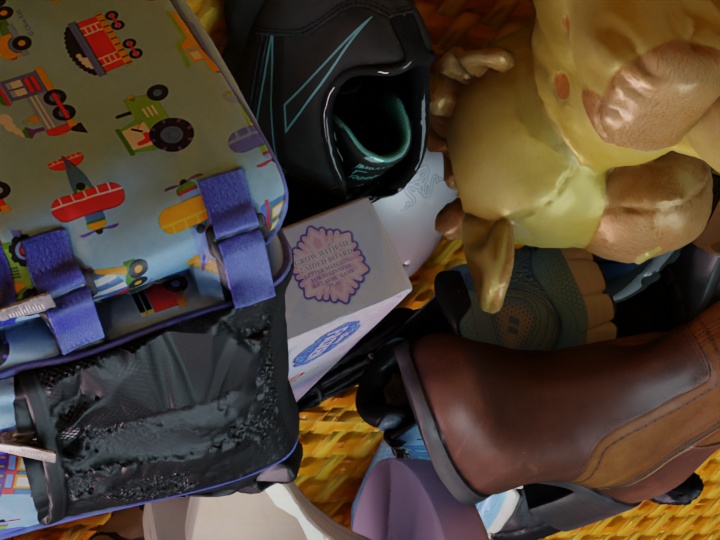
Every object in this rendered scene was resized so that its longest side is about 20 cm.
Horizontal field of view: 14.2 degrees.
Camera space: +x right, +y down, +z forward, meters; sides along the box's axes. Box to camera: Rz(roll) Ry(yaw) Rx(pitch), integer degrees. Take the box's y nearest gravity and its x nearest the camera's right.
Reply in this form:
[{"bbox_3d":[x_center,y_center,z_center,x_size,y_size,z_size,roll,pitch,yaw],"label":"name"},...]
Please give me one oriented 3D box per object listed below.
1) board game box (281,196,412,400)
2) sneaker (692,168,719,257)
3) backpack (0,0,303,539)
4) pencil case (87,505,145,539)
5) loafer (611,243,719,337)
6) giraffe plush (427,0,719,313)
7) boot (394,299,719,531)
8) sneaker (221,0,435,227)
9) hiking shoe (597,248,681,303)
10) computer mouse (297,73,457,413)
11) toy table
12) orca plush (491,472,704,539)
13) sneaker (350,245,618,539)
[{"bbox_3d":[-0.101,0.052,1.071,0.199,0.041,0.200,-22,171,-23],"label":"board game box"},{"bbox_3d":[0.205,-0.017,1.240,0.200,0.076,0.076,-8,126,-62],"label":"sneaker"},{"bbox_3d":[-0.135,-0.001,0.900,0.199,0.183,0.135,-16,139,-14],"label":"backpack"},{"bbox_3d":[-0.132,0.180,1.223,0.200,0.078,0.089,-47,180,-16],"label":"pencil case"},{"bbox_3d":[0.160,-0.009,1.332,0.071,0.073,0.200,-10,142,-38],"label":"loafer"},{"bbox_3d":[0.095,-0.064,1.071,0.173,0.200,0.162,-45,170,-50],"label":"giraffe plush"},{"bbox_3d":[0.129,0.031,1.108,0.199,0.069,0.188,-28,146,20],"label":"boot"},{"bbox_3d":[-0.023,-0.045,1.058,0.075,0.079,0.200,-23,151,-29],"label":"sneaker"},{"bbox_3d":[0.108,-0.071,1.195,0.086,0.074,0.201,-3,128,-37],"label":"hiking shoe"},{"bbox_3d":[0.000,0.000,1.191,0.109,0.044,0.200,-22,149,-27],"label":"computer mouse"},{"bbox_3d":[-0.018,0.146,1.123,0.117,0.200,0.185,4,107,-14],"label":"toy table"},{"bbox_3d":[0.141,0.082,1.298,0.199,0.071,0.105,-17,142,-15],"label":"orca plush"},{"bbox_3d":[0.030,0.054,1.230,0.090,0.079,0.200,-3,140,-27],"label":"sneaker"}]
